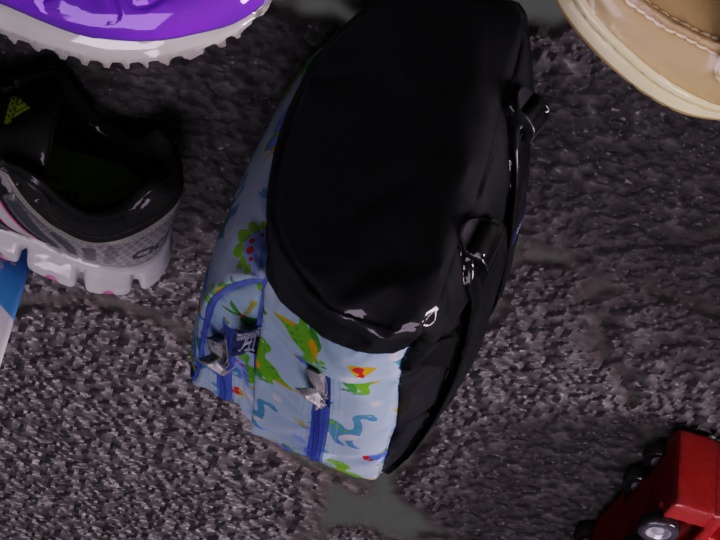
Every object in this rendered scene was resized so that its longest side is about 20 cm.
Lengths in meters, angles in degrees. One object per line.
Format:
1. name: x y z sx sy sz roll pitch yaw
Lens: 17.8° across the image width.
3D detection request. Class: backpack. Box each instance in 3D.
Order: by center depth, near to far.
1. backpack: 0.000 0.000 0.952 0.153 0.163 0.200 10 151 15

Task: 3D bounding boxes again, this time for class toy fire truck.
1. toy fire truck: 0.198 0.137 1.154 0.141 0.049 0.200 17 143 -10

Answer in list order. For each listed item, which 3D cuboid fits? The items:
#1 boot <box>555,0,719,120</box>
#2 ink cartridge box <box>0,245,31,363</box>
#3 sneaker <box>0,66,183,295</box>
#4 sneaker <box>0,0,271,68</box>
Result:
1. boot: 0.182 -0.106 0.819 0.200 0.073 0.155 25 143 -24
2. ink cartridge box: -0.253 0.001 1.005 0.200 0.147 0.086 21 144 -13
3. sneaker: -0.162 -0.053 0.976 0.200 0.074 0.087 18 143 -17
4. sneaker: -0.126 -0.141 0.854 0.200 0.070 0.100 10 141 0
